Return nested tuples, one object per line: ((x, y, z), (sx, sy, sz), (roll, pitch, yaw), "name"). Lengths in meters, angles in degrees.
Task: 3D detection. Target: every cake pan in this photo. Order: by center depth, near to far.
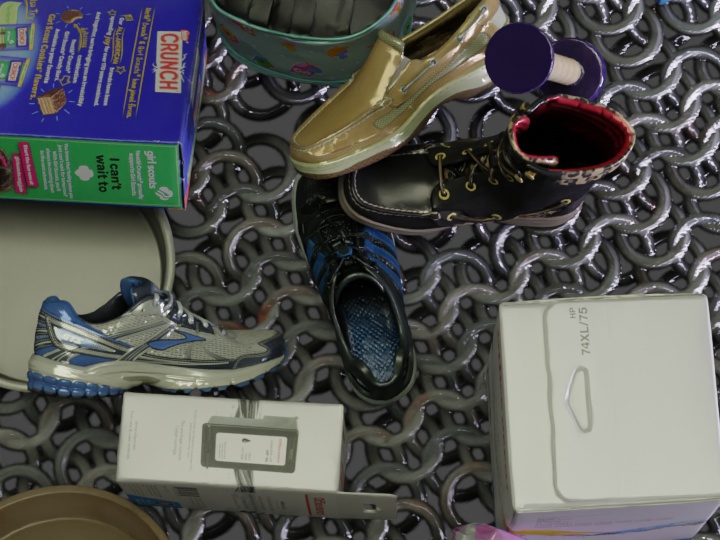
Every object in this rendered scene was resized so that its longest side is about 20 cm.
((-0.241, 0.000, 1.576), (0.200, 0.037, 0.201), (0, 74, 1), "cake pan")

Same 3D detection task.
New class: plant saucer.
((-0.224, 0.249, 1.479), (0.200, 0.029, 0.200), (-4, 54, 5), "plant saucer")

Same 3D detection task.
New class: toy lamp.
((0.143, -0.152, 1.532), (0.058, 0.200, 0.058), (0, 91, 21), "toy lamp")

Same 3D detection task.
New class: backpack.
((-0.030, -0.239, 1.582), (0.175, 0.153, 0.200), (12, 62, 6), "backpack")

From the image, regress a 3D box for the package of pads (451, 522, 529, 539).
((0.143, 0.264, 1.433), (0.200, 0.076, 0.121), (23, 73, -21), "package of pads")

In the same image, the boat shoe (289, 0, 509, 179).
((0.024, -0.146, 1.518), (0.200, 0.076, 0.072), (-36, 40, -18), "boat shoe")

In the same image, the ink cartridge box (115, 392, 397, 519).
((-0.071, 0.137, 1.491), (0.199, 0.116, 0.068), (4, 75, 2), "ink cartridge box")

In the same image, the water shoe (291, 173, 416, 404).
((0.000, 0.000, 1.549), (0.071, 0.079, 0.200), (-19, 74, -5), "water shoe")

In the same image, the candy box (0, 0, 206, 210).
((-0.223, -0.135, 1.568), (0.199, 0.077, 0.169), (2, 48, 3), "candy box")

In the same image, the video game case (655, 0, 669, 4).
((0.259, -0.331, 1.675), (0.143, 0.018, 0.200), (-26, 74, -7), "video game case")

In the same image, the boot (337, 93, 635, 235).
((0.095, -0.078, 1.514), (0.199, 0.151, 0.073), (3, 74, -16), "boot")

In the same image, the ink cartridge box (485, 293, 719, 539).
((0.168, 0.114, 1.449), (0.146, 0.200, 0.147), (-3, 74, 0), "ink cartridge box")

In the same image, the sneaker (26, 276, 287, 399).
((-0.147, 0.047, 1.507), (0.200, 0.077, 0.085), (-2, 94, -26), "sneaker")
